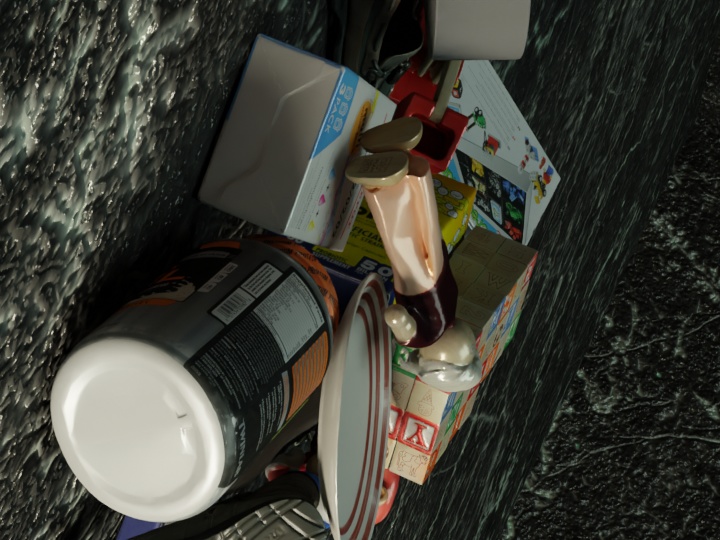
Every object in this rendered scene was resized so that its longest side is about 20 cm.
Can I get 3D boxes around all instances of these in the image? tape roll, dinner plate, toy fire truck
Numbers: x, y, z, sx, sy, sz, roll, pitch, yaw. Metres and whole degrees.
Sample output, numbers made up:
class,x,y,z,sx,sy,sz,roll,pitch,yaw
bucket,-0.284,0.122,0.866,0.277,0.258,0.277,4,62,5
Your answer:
class,x,y,z,sx,sy,sz,roll,pitch,yaw
tape roll,0.078,-0.247,1.305,0.200,0.065,0.203,178,-90,-89
dinner plate,-0.005,0.102,1.281,0.200,0.024,0.202,2,90,-79
toy fire truck,0.065,-0.173,1.453,0.141,0.048,0.202,176,-64,-77

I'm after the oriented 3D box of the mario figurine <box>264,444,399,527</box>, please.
class,x,y,z,sx,sy,sz,roll,pitch,yaw
mario figurine,-0.046,0.169,1.524,0.199,0.123,0.106,-26,150,-48

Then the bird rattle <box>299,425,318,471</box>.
class,x,y,z,sx,sy,sz,roll,pitch,yaw
bird rattle,-0.001,0.125,1.690,0.163,0.112,0.202,-86,-162,-78

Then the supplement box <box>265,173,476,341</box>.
class,x,y,z,sx,sy,sz,roll,pitch,yaw
supplement box,0.000,0.000,1.460,0.200,0.108,0.110,-48,157,-57

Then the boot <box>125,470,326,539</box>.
class,x,y,z,sx,sy,sz,roll,pitch,yaw
boot,-0.115,0.192,1.251,0.131,0.198,0.068,-163,-125,-83

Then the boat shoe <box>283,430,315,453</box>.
class,x,y,z,sx,sy,sz,roll,pitch,yaw
boat shoe,-0.056,0.110,1.523,0.200,0.056,0.069,-47,156,-58

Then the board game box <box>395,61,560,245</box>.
class,x,y,z,sx,sy,sz,roll,pitch,yaw
board game box,0.096,-0.102,1.623,0.200,0.034,0.127,54,52,-34

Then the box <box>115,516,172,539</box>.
class,x,y,z,sx,sy,sz,roll,pitch,yaw
box,-0.169,0.257,1.357,0.121,0.032,0.202,26,84,-77

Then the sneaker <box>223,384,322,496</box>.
class,x,y,z,sx,sy,sz,roll,pitch,yaw
sneaker,-0.105,0.133,1.337,0.199,0.073,0.112,-25,166,-45

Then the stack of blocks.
class,x,y,z,sx,sy,sz,roll,pitch,yaw
stack of blocks,0.070,0.062,1.470,0.200,0.058,0.116,-48,157,-55

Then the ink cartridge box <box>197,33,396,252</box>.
class,x,y,z,sx,sy,sz,roll,pitch,yaw
ink cartridge box,-0.034,-0.081,1.283,0.200,0.067,0.116,14,97,-77

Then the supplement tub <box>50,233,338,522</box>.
class,x,y,z,sx,sy,sz,roll,pitch,yaw
supplement tub,-0.093,0.057,1.152,0.200,0.122,0.123,-45,153,-60

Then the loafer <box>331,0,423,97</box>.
class,x,y,z,sx,sy,sz,roll,pitch,yaw
loafer,0.018,-0.173,1.356,0.200,0.062,0.072,84,30,-63

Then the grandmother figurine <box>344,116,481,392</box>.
class,x,y,z,sx,sy,sz,roll,pitch,yaw
grandmother figurine,0.042,0.004,1.285,0.122,0.060,0.201,-57,139,-42
